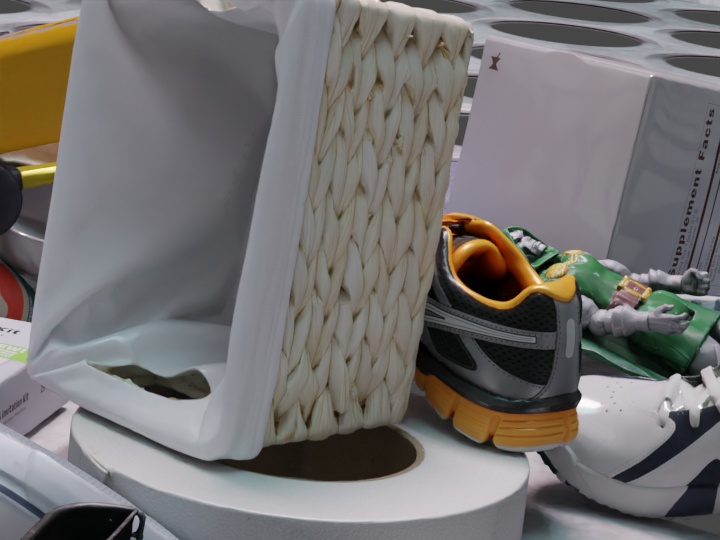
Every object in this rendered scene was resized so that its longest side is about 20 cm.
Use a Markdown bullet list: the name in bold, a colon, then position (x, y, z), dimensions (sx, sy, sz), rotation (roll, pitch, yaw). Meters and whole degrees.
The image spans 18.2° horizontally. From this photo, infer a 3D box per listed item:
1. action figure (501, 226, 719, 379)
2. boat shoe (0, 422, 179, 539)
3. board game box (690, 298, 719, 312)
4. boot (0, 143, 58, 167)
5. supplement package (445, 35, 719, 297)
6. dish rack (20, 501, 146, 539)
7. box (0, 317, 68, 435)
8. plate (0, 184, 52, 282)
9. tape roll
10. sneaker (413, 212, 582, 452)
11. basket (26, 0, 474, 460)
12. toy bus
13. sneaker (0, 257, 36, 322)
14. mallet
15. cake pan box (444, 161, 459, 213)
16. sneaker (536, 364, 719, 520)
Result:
- **action figure**: position (0.153, 0.030, 1.119), dimensions (0.199, 0.055, 0.118), rotation (25, 27, 13)
- **boat shoe**: position (-0.159, 0.086, 0.861), dimensions (0.199, 0.067, 0.074), rotation (30, -6, 8)
- **board game box**: position (0.257, 0.039, 1.320), dimensions (0.199, 0.026, 0.200), rotation (-3, 16, -34)
- **boot**: position (-0.171, -0.059, 1.381), dimensions (0.198, 0.076, 0.074), rotation (5, -30, -10)
- **supplement package**: position (0.162, -0.056, 1.297), dimensions (0.121, 0.121, 0.199), rotation (19, 9, 40)
- **dish rack**: position (-0.028, 0.136, 0.733), dimensions (0.198, 0.055, 0.153), rotation (9, 15, 8)
- **box**: position (-0.234, 0.055, 1.002), dimensions (0.155, 0.042, 0.200), rotation (10, 13, 11)
- **plate**: position (-0.133, -0.008, 1.243), dimensions (0.199, 0.033, 0.199), rotation (17, 7, -28)
- **tape roll**: position (-0.028, 0.089, 0.964), dimensions (0.201, 0.037, 0.203), rotation (6, 14, -1)
- **sneaker**: position (0.034, 0.006, 1.029), dimensions (0.078, 0.078, 0.199), rotation (-12, 33, -42)
- **basket**: position (-0.046, -0.032, 0.969), dimensions (0.135, 0.202, 0.123), rotation (19, 12, 41)
- **toy bus**: position (-0.171, -0.107, 1.269), dimensions (0.199, 0.066, 0.078), rotation (-8, 13, 35)
- **sneaker**: position (-0.255, 0.003, 1.180), dimensions (0.199, 0.071, 0.093), rotation (14, -1, 31)
- **mallet**: position (-0.122, -0.052, 1.136), dimensions (0.198, 0.042, 0.066), rotation (-9, 19, -17)
- **cake pan box**: position (0.072, -0.032, 1.481), dimensions (0.183, 0.053, 0.200), rotation (2, 14, -25)
- **sneaker**: position (0.175, 0.048, 0.995), dimensions (0.198, 0.130, 0.080), rotation (15, 38, 18)
